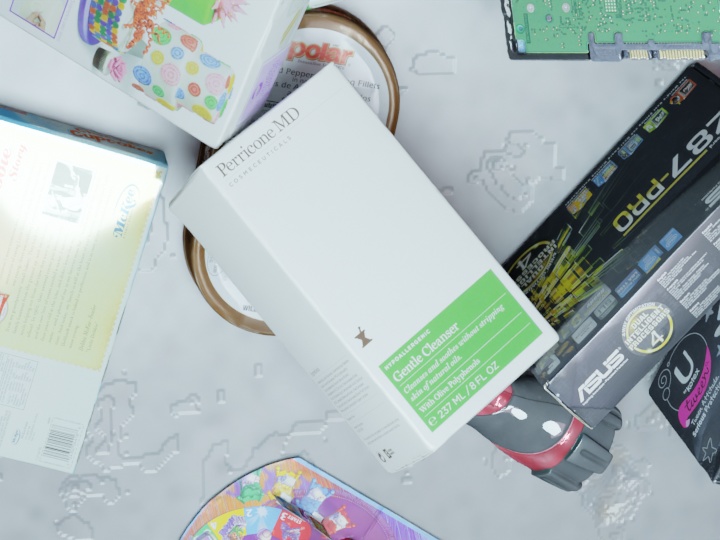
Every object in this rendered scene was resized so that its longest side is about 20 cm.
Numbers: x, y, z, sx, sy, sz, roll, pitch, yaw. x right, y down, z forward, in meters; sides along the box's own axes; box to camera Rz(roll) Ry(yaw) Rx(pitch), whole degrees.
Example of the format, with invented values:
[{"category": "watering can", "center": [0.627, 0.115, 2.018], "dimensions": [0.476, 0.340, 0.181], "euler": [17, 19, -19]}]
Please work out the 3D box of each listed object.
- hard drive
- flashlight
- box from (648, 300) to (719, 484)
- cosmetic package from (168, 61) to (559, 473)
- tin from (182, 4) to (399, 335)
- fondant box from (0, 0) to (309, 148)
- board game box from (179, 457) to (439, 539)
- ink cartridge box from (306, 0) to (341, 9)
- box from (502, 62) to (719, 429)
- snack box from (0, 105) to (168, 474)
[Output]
[{"category": "hard drive", "center": [0.134, -0.212, 1.209], "dimensions": [0.139, 0.038, 0.201], "euler": [3, 110, 34]}, {"category": "flashlight", "center": [0.066, 0.066, 1.376], "dimensions": [0.199, 0.068, 0.068], "euler": [30, 102, -29]}, {"category": "box", "center": [0.287, 0.031, 1.381], "dimensions": [0.131, 0.115, 0.201], "euler": [16, 112, -23]}, {"category": "cosmetic package", "center": [0.000, 0.000, 1.271], "dimensions": [0.108, 0.085, 0.200], "euler": [-41, 91, -22]}, {"category": "tin", "center": [-0.040, -0.058, 1.356], "dimensions": [0.111, 0.042, 0.201], "euler": [7, 105, -16]}, {"category": "fondant box", "center": [-0.122, -0.181, 1.230], "dimensions": [0.199, 0.058, 0.145], "euler": [32, 121, 10]}, {"category": "board game box", "center": [-0.026, 0.219, 1.438], "dimensions": [0.199, 0.039, 0.158], "euler": [32, 99, -17]}, {"category": "ink cartridge box", "center": [0.005, -0.235, 1.284], "dimensions": [0.199, 0.083, 0.148], "euler": [-14, 108, -5]}, {"category": "box", "center": [0.168, -0.018, 1.336], "dimensions": [0.049, 0.161, 0.200], "euler": [41, 97, -23]}, {"category": "snack box", "center": [-0.197, 0.011, 1.348], "dimensions": [0.115, 0.037, 0.201], "euler": [16, 103, -14]}]
